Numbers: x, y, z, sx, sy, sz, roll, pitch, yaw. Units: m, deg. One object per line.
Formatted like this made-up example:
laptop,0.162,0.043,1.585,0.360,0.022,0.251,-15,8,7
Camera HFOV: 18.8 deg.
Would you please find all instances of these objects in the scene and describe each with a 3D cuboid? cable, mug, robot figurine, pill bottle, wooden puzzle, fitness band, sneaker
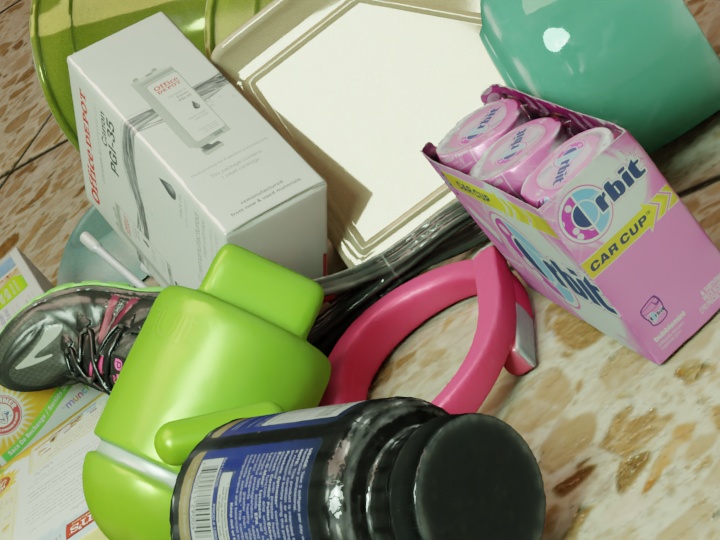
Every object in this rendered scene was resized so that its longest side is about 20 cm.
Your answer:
cable,0.000,0.000,1.393,0.200,0.097,0.050,-42,55,7
mug,0.148,-0.133,1.334,0.114,0.185,0.152,-32,59,9
robot figurine,-0.092,0.089,1.295,0.175,0.115,0.201,144,151,-81
pill bottle,-0.002,0.123,1.118,0.200,0.112,0.112,-12,35,51
wooden puzzle,0.026,-0.115,1.439,0.185,0.200,0.037,-36,-4,11
fitness band,0.035,0.056,1.292,0.143,0.037,0.200,-35,21,17
sneaker,-0.168,0.053,1.513,0.199,0.077,0.084,-9,26,15

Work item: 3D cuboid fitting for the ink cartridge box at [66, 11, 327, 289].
ink cartridge box,-0.109,-0.053,1.463,0.083,0.147,0.200,-28,55,-22

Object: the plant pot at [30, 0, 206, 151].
plant pot,-0.157,-0.208,1.935,0.192,0.201,0.201,-15,31,27

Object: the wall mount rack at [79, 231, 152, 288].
wall mount rack,-0.131,-0.033,1.698,0.200,0.075,0.174,-45,21,-12

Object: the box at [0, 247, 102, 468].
box,-0.258,0.074,1.665,0.112,0.101,0.200,-42,21,-4

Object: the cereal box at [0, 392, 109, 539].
cereal box,-0.207,0.167,1.480,0.144,0.040,0.200,-35,22,10

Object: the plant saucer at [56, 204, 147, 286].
plant saucer,-0.199,-0.044,1.886,0.201,0.039,0.201,-35,21,16

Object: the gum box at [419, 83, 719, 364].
gum box,0.117,-0.032,1.217,0.066,0.114,0.200,-42,21,-5

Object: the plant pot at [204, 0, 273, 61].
plant pot,0.023,-0.150,1.540,0.192,0.201,0.201,-15,30,25
